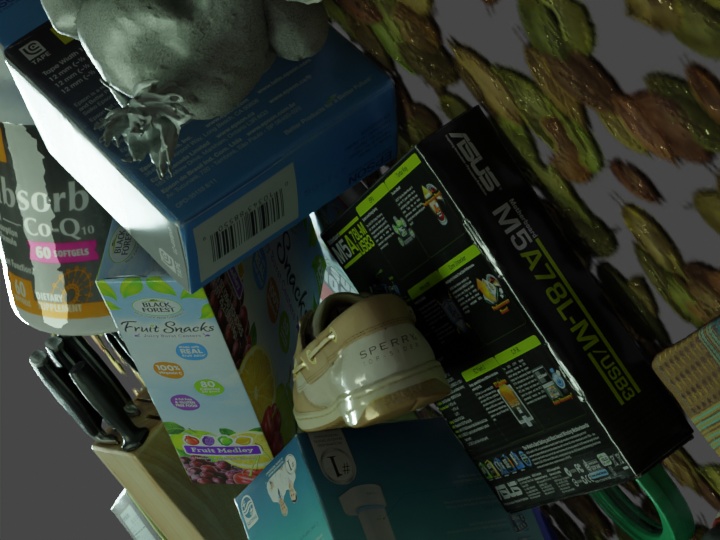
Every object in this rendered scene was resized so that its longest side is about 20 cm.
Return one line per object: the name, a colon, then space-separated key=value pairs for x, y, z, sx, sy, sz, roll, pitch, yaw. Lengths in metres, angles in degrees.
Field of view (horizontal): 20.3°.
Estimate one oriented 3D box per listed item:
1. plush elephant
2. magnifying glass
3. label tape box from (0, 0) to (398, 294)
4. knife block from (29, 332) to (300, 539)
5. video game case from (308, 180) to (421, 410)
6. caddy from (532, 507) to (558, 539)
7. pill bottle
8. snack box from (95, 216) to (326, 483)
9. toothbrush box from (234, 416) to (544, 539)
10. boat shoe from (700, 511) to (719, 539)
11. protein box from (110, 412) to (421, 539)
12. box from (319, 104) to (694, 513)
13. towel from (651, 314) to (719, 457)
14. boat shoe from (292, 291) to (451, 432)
plush elephant: x=-0.074 y=-0.158 z=0.920 sx=0.164 sy=0.155 sz=0.201 roll=17 pitch=-147 yaw=-16
magnifying glass: x=0.112 y=0.084 z=1.130 sx=0.200 sy=0.022 sz=0.080 roll=41 pitch=160 yaw=30
label tape box: x=-0.096 y=-0.100 z=1.078 sx=0.200 sy=0.143 sz=0.066 roll=42 pitch=156 yaw=31
knife block: x=-0.126 y=0.121 z=1.276 sx=0.064 sy=0.175 sz=0.202 roll=3 pitch=90 yaw=57
video game case: x=0.000 y=0.000 z=1.267 sx=0.143 sy=0.017 sz=0.200 roll=48 pitch=164 yaw=18
caddy: x=0.049 y=0.216 z=1.289 sx=0.142 sy=0.199 sz=0.106 roll=94 pitch=152 yaw=-71
pill bottle: x=-0.168 y=-0.073 z=1.193 sx=0.116 sy=0.116 sz=0.201 roll=31 pitch=135 yaw=52
snack box: x=-0.081 y=0.001 z=1.169 sx=0.067 sy=0.170 sz=0.201 roll=-1 pitch=141 yaw=13
toothbrush box: x=0.036 y=0.192 z=1.145 sx=0.085 sy=0.146 sz=0.201 roll=-49 pitch=56 yaw=44
boat shoe: x=0.227 y=0.211 z=0.996 sx=0.200 sy=0.062 sz=0.071 roll=54 pitch=166 yaw=1
protein box: x=-0.038 y=0.181 z=1.433 sx=0.200 sy=0.198 sz=0.135 roll=52 pitch=164 yaw=2
box: x=0.069 y=0.029 z=1.045 sx=0.194 sy=0.047 sz=0.200 roll=58 pitch=161 yaw=3
towel: x=0.213 y=0.102 z=0.876 sx=0.200 sy=0.022 sz=0.147 roll=53 pitch=164 yaw=5
boat shoe: x=-0.001 y=0.044 z=1.080 sx=0.200 sy=0.073 sz=0.070 roll=158 pitch=94 yaw=-75
